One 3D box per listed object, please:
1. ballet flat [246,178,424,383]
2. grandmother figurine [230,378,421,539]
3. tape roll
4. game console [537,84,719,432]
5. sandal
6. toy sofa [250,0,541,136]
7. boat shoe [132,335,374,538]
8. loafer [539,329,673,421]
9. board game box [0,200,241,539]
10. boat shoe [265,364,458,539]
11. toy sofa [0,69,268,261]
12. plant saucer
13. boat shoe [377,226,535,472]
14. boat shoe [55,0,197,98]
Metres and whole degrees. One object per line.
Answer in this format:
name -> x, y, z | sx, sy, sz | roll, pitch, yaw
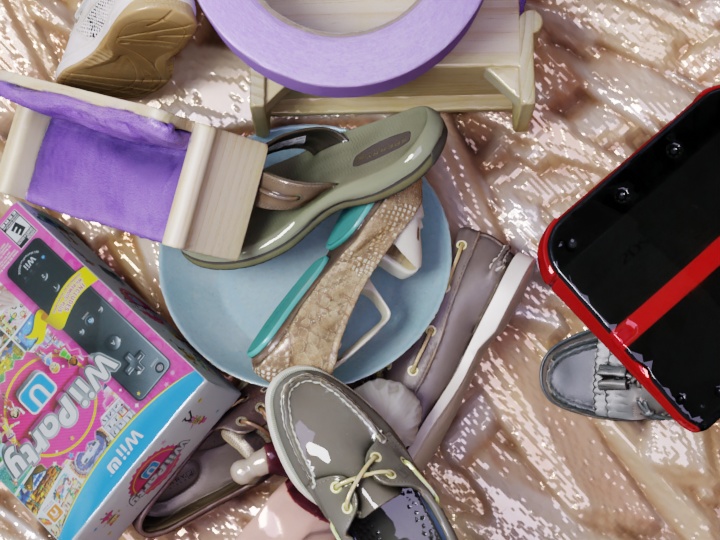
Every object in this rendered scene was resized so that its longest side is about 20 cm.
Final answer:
ballet flat -> 0.000, 0.000, 1.292 | 0.065, 0.070, 0.200 | 37, 72, -11
grandmother figurine -> -0.032, 0.153, 1.306 | 0.121, 0.061, 0.200 | 31, 105, -30
tape roll -> -0.013, -0.213, 1.247 | 0.200, 0.066, 0.201 | 0, 90, 1
game console -> 0.240, -0.014, 1.334 | 0.200, 0.031, 0.177 | -41, 79, -7
sandal -> -0.038, -0.066, 1.284 | 0.201, 0.080, 0.057 | -26, 130, 21
toy sofa -> 0.021, -0.148, 1.331 | 0.199, 0.083, 0.098 | -1, 79, 0
boat shoe -> -0.074, 0.119, 1.337 | 0.200, 0.072, 0.072 | -29, 113, 0
loafer -> 0.224, 0.071, 1.343 | 0.199, 0.063, 0.072 | 0, 91, 1
board game box -> -0.203, 0.072, 1.323 | 0.200, 0.064, 0.148 | 40, 92, 22
boat shoe -> 0.012, 0.145, 1.219 | 0.072, 0.060, 0.202 | -34, 92, -10
toy sofa -> -0.165, -0.070, 1.288 | 0.200, 0.097, 0.083 | 17, 91, 43
plant saucer -> -0.037, -0.005, 1.342 | 0.200, 0.039, 0.201 | -1, 66, 2
boat shoe -> 0.048, 0.067, 1.346 | 0.059, 0.072, 0.200 | 29, 92, 10
boat shoe -> -0.153, -0.168, 1.301 | 0.071, 0.200, 0.069 | 5, 75, -24
